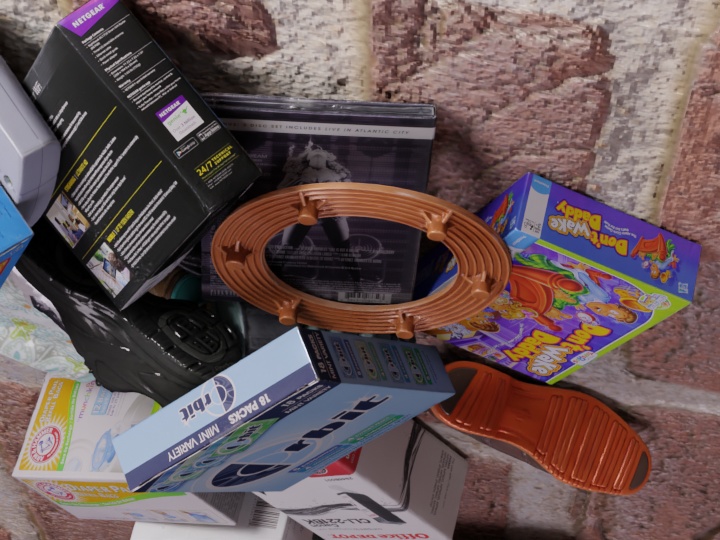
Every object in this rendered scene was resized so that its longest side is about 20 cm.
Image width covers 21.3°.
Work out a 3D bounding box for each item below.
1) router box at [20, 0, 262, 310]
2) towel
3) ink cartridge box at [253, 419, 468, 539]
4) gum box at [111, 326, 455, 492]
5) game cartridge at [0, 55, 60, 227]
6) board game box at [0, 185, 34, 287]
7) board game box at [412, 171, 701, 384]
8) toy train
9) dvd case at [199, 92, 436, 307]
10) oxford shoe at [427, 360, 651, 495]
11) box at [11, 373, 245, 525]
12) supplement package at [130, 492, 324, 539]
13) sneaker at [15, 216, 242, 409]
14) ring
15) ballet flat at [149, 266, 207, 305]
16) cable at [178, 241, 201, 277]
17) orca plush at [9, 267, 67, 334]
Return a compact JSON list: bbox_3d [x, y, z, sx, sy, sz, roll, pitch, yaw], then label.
[{"bbox_3d":[-0.157,-0.072,1.232,0.149,0.051,0.200,51,150,-1],"label":"router box"},{"bbox_3d":[-0.255,0.035,1.591,0.171,0.048,0.200,29,151,-30],"label":"towel"},{"bbox_3d":[-0.019,0.169,1.694,0.144,0.084,0.200,-8,148,38],"label":"ink cartridge box"},{"bbox_3d":[-0.051,0.103,1.362,0.170,0.045,0.200,-31,161,24],"label":"gum box"},{"bbox_3d":[-0.261,-0.085,1.277,0.133,0.041,0.200,59,151,4],"label":"game cartridge"},{"bbox_3d":[-0.318,-0.058,1.297,0.200,0.056,0.196,55,152,3],"label":"board game box"},{"bbox_3d":[0.126,0.010,1.329,0.134,0.045,0.200,22,154,-14],"label":"board game box"},{"bbox_3d":[-0.052,0.061,1.447,0.199,0.086,0.114,6,162,-37],"label":"toy train"},{"bbox_3d":[-0.032,-0.042,1.261,0.148,0.016,0.200,3,143,-2],"label":"dvd case"},{"bbox_3d":[0.142,0.125,1.552,0.199,0.072,0.073,26,171,-9],"label":"oxford shoe"},{"bbox_3d":[-0.203,0.161,1.750,0.199,0.113,0.101,-2,150,35],"label":"box"},{"bbox_3d":[-0.111,0.260,1.855,0.150,0.152,0.200,6,154,18],"label":"supplement package"},{"bbox_3d":[-0.181,0.038,1.363,0.200,0.076,0.091,39,131,12],"label":"sneaker"},{"bbox_3d":[0.000,0.000,1.264,0.199,0.019,0.201,4,152,2],"label":"ring"},{"bbox_3d":[-0.102,0.053,1.537,0.200,0.068,0.072,36,168,-37],"label":"ballet flat"},{"bbox_3d":[-0.080,-0.020,1.375,0.199,0.051,0.163,2,152,25],"label":"cable"},{"bbox_3d":[-0.220,-0.015,1.458,0.105,0.071,0.200,-31,124,21],"label":"orca plush"}]
